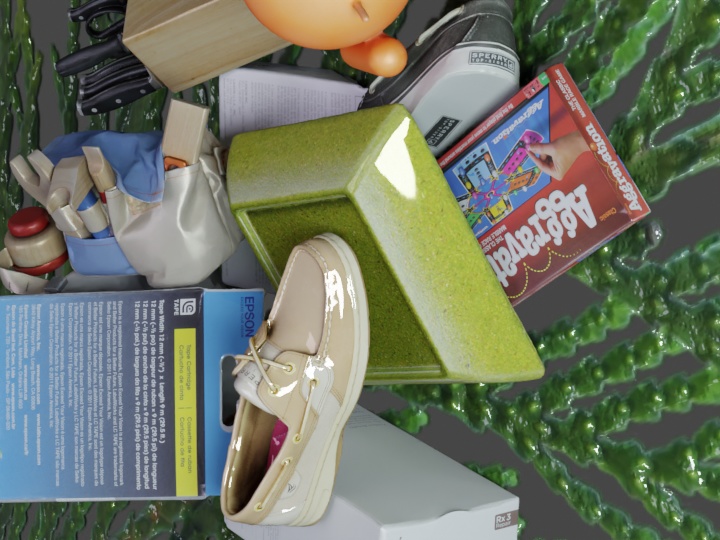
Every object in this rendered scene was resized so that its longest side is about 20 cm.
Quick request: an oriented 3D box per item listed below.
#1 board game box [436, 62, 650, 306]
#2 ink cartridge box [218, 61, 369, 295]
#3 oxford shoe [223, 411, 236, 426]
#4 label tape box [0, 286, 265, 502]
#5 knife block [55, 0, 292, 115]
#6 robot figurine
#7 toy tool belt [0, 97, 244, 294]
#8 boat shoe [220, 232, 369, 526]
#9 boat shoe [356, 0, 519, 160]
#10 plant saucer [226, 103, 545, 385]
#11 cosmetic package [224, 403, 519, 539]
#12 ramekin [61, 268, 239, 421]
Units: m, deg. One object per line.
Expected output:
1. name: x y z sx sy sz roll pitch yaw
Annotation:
1. board game box: 0.091 -0.038 1.344 0.103 0.019 0.200 59 144 6
2. ink cartridge box: -0.014 -0.055 1.520 0.200 0.057 0.163 10 107 35
3. oxford shoe: -0.048 0.198 1.617 0.075 0.070 0.200 93 158 -80
4. label tape box: -0.156 0.087 1.511 0.066 0.200 0.143 26 -118 -78
5. knife block: -0.123 -0.167 1.535 0.176 0.064 0.200 -51 40 -6
6. robot figurine: -0.021 -0.196 1.345 0.200 0.117 0.144 -98 17 -76
7. toy tool belt: -0.177 -0.062 1.533 0.200 0.125 0.123 -3 122 26
8. boat shoe: -0.046 0.074 1.367 0.074 0.069 0.200 33 120 50
9. boat shoe: 0.041 -0.106 1.388 0.200 0.071 0.064 -37 44 51
10. plant saucer: 0.000 0.000 1.405 0.200 0.048 0.200 -5 118 55
11. cosmetic package: 0.005 0.162 1.465 0.200 0.113 0.081 29 121 54
12. ramekin: -0.171 0.075 1.645 0.098 0.200 0.201 53 139 24
